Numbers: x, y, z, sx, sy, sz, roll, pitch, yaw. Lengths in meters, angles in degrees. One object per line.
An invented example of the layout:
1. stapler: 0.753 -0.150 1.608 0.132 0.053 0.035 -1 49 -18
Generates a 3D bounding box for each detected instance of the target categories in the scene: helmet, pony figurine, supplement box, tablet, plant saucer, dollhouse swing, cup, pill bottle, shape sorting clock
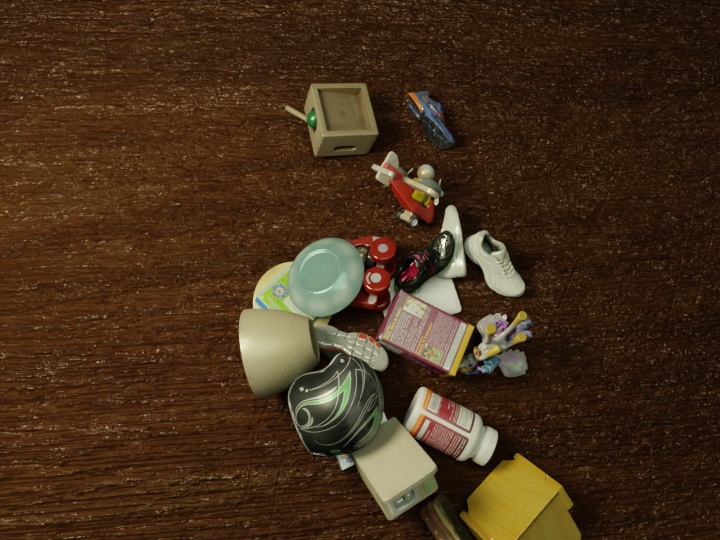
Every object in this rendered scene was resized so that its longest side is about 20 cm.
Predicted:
1. helmet: -0.040 0.288 1.217 0.189 0.200 0.202 -25 74 5
2. pony figurine: 0.325 0.174 1.337 0.191 0.201 0.168 -17 66 -27
3. supplement box: 0.149 0.154 1.344 0.198 0.103 0.132 27 76 -1
4. tablet: 0.147 0.067 1.430 0.197 0.014 0.132 -14 73 -11
5. plant saucer: -0.090 0.007 1.331 0.198 0.039 0.204 -8 64 17
6. dollhouse swing: 0.366 0.571 1.271 0.200 0.177 0.181 -41 38 -16
7. cup: -0.170 0.170 1.251 0.141 0.201 0.203 -13 73 2
8. pill bottle: 0.204 0.359 1.284 0.198 0.113 0.114 27 71 4
9. shape sorting clock: -0.163 0.077 1.381 0.197 0.039 0.203 3 71 -7

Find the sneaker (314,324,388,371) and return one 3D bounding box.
1. sneaker: -0.027 0.193 1.336 0.198 0.082 0.077 23 49 13

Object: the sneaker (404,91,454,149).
1. sneaker: 0.207 -0.428 1.573 0.078 0.075 0.201 -29 78 -18

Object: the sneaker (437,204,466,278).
1. sneaker: 0.221 -0.077 1.458 0.087 0.075 0.203 -8 64 13

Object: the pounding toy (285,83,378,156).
1. pounding toy: -0.082 -0.405 1.517 0.197 0.142 0.187 -7 72 -19

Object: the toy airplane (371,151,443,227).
1. toy airplane: 0.124 -0.225 1.428 0.141 0.199 0.200 -41 78 -6

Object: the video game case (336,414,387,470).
1. video game case: -0.018 0.339 1.318 0.142 0.018 0.202 -21 74 -13

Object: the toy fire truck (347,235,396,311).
1. toy fire truck: 0.000 0.000 1.385 0.165 0.113 0.202 9 62 8

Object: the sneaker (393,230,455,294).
1. sneaker: 0.160 -0.020 1.388 0.200 0.084 0.077 -47 64 -4

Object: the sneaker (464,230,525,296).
1. sneaker: 0.349 -0.017 1.427 0.078 0.099 0.200 -42 87 -20

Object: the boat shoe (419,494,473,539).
1. boat shoe: 0.201 0.594 1.235 0.067 0.072 0.202 -33 84 19

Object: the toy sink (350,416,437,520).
1. toy sink: 0.078 0.431 1.194 0.129 0.200 0.113 -28 115 -14
